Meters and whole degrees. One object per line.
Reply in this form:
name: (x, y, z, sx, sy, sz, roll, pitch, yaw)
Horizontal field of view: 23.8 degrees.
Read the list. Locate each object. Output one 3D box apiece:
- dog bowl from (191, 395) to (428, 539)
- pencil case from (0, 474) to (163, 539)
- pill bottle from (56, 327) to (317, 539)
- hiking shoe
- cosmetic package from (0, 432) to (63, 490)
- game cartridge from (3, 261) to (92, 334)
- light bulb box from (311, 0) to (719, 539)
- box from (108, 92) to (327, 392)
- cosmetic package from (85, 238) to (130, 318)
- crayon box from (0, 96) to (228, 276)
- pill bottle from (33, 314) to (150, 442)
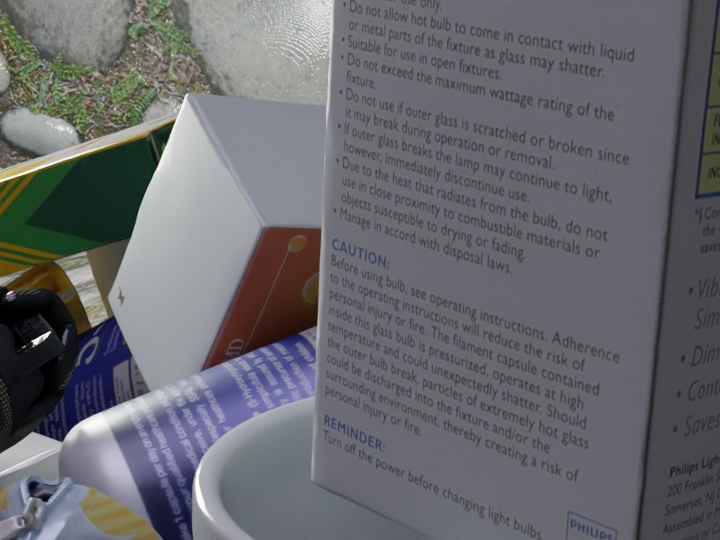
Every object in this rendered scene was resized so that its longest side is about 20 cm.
dog bowl: (0.048, 0.100, 0.514, 0.198, 0.080, 0.200, 2, 14, 0)
pencil case: (-0.120, 0.155, 0.527, 0.082, 0.091, 0.201, 16, 38, 5)
pill bottle: (-0.058, 0.103, 0.697, 0.199, 0.121, 0.120, -21, 10, -14)
hiking shoe: (-0.160, 0.050, 0.701, 0.100, 0.076, 0.200, -26, 10, -11)
cosmetic package: (-0.186, 0.137, 0.829, 0.084, 0.108, 0.200, -25, 13, -25)
game cartridge: (-0.233, 0.080, 0.999, 0.176, 0.033, 0.200, -35, -12, -13)
light bulb box: (0.098, -0.036, 0.484, 0.197, 0.202, 0.124, -11, 20, -43)
box: (0.000, 0.000, 0.813, 0.199, 0.125, 0.098, 2, 39, -34)
cosmetic package: (-0.042, 0.011, 1.077, 0.164, 0.166, 0.200, -15, 10, 20)
crayon box: (-0.173, -0.037, 0.949, 0.198, 0.052, 0.126, -15, 10, 19)
pill bottle: (-0.119, 0.083, 0.928, 0.199, 0.120, 0.119, -27, 2, 41)
